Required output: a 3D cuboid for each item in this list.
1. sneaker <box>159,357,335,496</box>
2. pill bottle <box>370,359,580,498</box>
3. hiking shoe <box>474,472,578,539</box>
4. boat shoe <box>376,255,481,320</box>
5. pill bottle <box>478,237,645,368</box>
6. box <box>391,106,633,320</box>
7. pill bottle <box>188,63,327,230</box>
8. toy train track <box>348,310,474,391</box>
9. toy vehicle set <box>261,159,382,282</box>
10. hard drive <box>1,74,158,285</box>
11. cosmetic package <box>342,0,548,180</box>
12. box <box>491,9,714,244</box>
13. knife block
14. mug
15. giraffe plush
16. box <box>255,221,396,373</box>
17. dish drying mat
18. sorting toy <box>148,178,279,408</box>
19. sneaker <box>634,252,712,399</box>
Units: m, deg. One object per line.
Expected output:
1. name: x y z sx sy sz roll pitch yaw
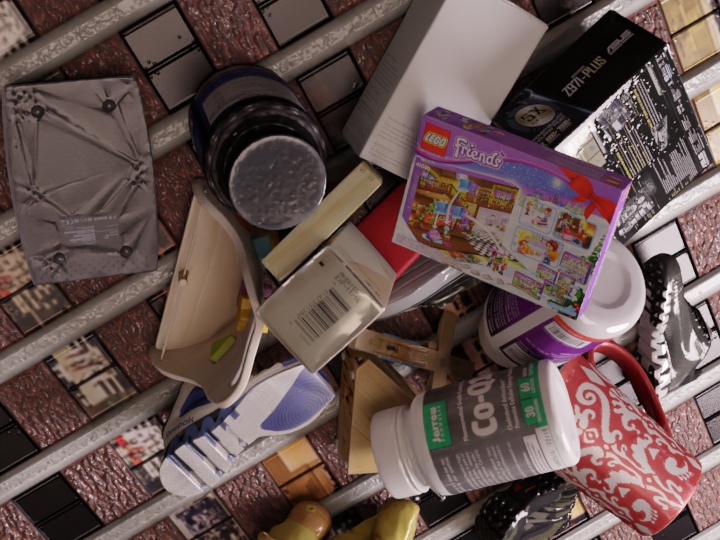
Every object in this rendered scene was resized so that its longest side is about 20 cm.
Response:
1. sneaker: -0.136 0.138 1.145 0.199 0.115 0.081 -33 125 -2
2. pill bottle: 0.119 0.170 1.131 0.199 0.113 0.113 -18 120 16
3. hiking shoe: 0.234 0.276 1.346 0.200 0.076 0.101 -43 135 9
4. boat shoe: 0.084 0.009 1.168 0.199 0.072 0.071 -26 134 6
5. pill bottle: 0.203 0.041 1.146 0.112 0.200 0.113 7 68 -19
6. box: 0.137 -0.055 1.016 0.199 0.039 0.137 24 120 18
7. pill bottle: -0.093 -0.113 0.988 0.111 0.200 0.112 -6 116 -13
8. toy train track: 0.053 0.093 1.197 0.200 0.032 0.115 20 77 -44
9. toy vehicle set: -0.032 -0.053 1.037 0.124 0.200 0.027 -44 94 6
10. hard drive: -0.267 -0.089 1.041 0.134 0.042 0.201 -7 116 -13
11. cosmetic package: 0.080 -0.188 1.071 0.113 0.081 0.200 25 105 -25
12. box: 0.251 -0.132 1.102 0.164 0.086 0.200 -43 138 2
13. knife block: 0.063 0.171 1.243 0.175 0.064 0.201 -3 115 -15
14. mug: 0.289 0.180 1.232 0.200 0.133 0.178 39 85 2
15. giraffe plush: -0.038 0.336 1.255 0.162 0.200 0.173 20 122 11
16. box: -0.027 0.019 1.027 0.095 0.200 0.078 -42 93 11
17. dish drying mat: 0.000 0.000 1.145 0.200 0.077 0.018 -46 155 9
18. sorting toy: -0.129 0.040 1.062 0.106 0.180 0.201 10 112 -19
19. sneaker: 0.373 0.061 1.280 0.090 0.067 0.201 -14 121 -12
